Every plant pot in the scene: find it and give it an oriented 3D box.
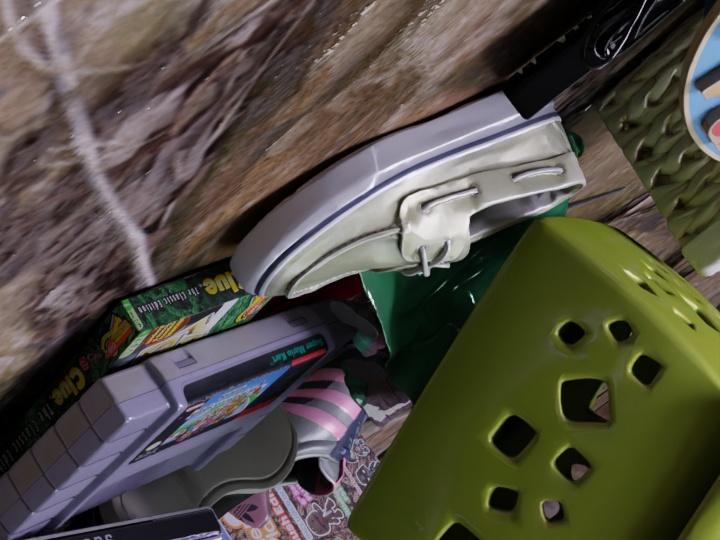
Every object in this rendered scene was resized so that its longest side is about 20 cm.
[{"bbox_3d":[0.140,0.101,0.969,0.199,0.181,0.200,-59,163,11],"label":"plant pot"}]

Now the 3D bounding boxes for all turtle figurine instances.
[{"bbox_3d":[0.087,0.022,1.117,0.200,0.101,0.150,-30,178,15],"label":"turtle figurine"}]

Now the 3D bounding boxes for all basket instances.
[{"bbox_3d":[0.253,-0.108,1.021,0.200,0.124,0.135,-41,167,30],"label":"basket"}]

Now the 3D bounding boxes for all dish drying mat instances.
[{"bbox_3d":[0.000,0.000,1.004,0.200,0.018,0.077,-27,167,-34],"label":"dish drying mat"}]

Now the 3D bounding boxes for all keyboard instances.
[{"bbox_3d":[0.142,-0.147,0.820,0.200,0.040,0.104,-39,-170,7],"label":"keyboard"}]

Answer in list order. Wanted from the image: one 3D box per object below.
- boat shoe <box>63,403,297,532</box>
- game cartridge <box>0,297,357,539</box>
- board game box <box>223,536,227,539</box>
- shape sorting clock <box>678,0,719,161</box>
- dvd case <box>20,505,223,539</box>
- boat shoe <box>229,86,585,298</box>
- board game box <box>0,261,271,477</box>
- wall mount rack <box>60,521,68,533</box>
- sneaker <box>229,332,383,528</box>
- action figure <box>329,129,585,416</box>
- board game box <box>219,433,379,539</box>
[{"bbox_3d":[-0.103,0.124,1.044,0.060,0.074,0.200,-37,-178,30],"label":"boat shoe"},{"bbox_3d":[-0.094,0.076,0.914,0.130,0.038,0.200,-38,169,33],"label":"game cartridge"},{"bbox_3d":[-0.130,0.240,1.234,0.135,0.035,0.200,-18,143,12],"label":"board game box"},{"bbox_3d":[0.244,-0.113,0.843,0.199,0.039,0.200,-13,148,-8],"label":"shape sorting clock"},{"bbox_3d":[-0.185,0.182,0.909,0.199,0.025,0.150,-4,146,-40],"label":"dvd case"},{"bbox_3d":[0.030,-0.031,0.862,0.200,0.062,0.072,-29,166,-27],"label":"boat shoe"},{"bbox_3d":[-0.125,0.063,0.906,0.105,0.023,0.200,-25,164,-48],"label":"board game box"},{"bbox_3d":[-0.214,0.190,1.047,0.173,0.075,0.200,-26,166,-21],"label":"wall mount rack"},{"bbox_3d":[-0.026,0.106,1.188,0.200,0.082,0.070,-26,165,-36],"label":"sneaker"},{"bbox_3d":[0.063,-0.017,0.975,0.200,0.055,0.118,-43,138,-33],"label":"action figure"},{"bbox_3d":[-0.089,0.216,1.398,0.200,0.097,0.159,-21,162,-48],"label":"board game box"}]
